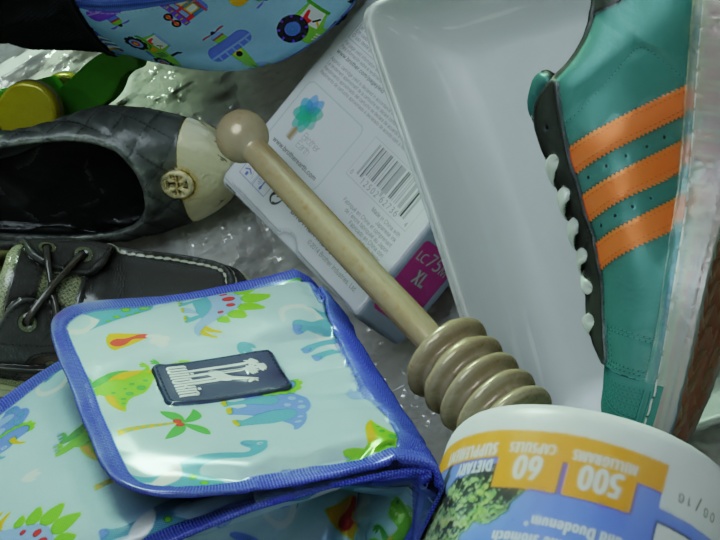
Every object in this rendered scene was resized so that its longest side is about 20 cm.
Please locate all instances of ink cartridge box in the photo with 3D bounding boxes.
[{"bbox_3d":[0.040,-0.081,0.957,0.200,0.042,0.119,-52,45,7],"label":"ink cartridge box"}]

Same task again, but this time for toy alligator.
[{"bbox_3d":[-0.185,-0.050,1.077,0.199,0.059,0.055,-19,94,15],"label":"toy alligator"}]

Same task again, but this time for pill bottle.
[{"bbox_3d":[0.059,0.157,0.773,0.111,0.112,0.201,1,60,28],"label":"pill bottle"}]

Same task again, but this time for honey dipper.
[{"bbox_3d":[0.000,0.000,0.899,0.038,0.038,0.200,-42,56,-3],"label":"honey dipper"}]

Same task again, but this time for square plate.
[{"bbox_3d":[0.120,-0.040,0.866,0.199,0.028,0.199,-19,86,19],"label":"square plate"}]

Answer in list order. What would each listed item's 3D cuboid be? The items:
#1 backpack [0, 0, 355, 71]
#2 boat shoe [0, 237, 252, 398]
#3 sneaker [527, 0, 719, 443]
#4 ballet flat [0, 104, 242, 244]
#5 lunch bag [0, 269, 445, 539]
[{"bbox_3d":[-0.085,-0.183,0.999,0.199,0.135,0.184,12,70,29],"label":"backpack"},{"bbox_3d":[-0.140,0.019,0.997,0.200,0.066,0.072,-3,58,26],"label":"boat shoe"},{"bbox_3d":[0.099,-0.032,0.826,0.079,0.071,0.202,7,87,20],"label":"sneaker"},{"bbox_3d":[-0.149,-0.033,1.017,0.198,0.067,0.057,-5,26,7],"label":"ballet flat"},{"bbox_3d":[-0.073,0.095,0.849,0.199,0.128,0.170,-35,29,0],"label":"lunch bag"}]
